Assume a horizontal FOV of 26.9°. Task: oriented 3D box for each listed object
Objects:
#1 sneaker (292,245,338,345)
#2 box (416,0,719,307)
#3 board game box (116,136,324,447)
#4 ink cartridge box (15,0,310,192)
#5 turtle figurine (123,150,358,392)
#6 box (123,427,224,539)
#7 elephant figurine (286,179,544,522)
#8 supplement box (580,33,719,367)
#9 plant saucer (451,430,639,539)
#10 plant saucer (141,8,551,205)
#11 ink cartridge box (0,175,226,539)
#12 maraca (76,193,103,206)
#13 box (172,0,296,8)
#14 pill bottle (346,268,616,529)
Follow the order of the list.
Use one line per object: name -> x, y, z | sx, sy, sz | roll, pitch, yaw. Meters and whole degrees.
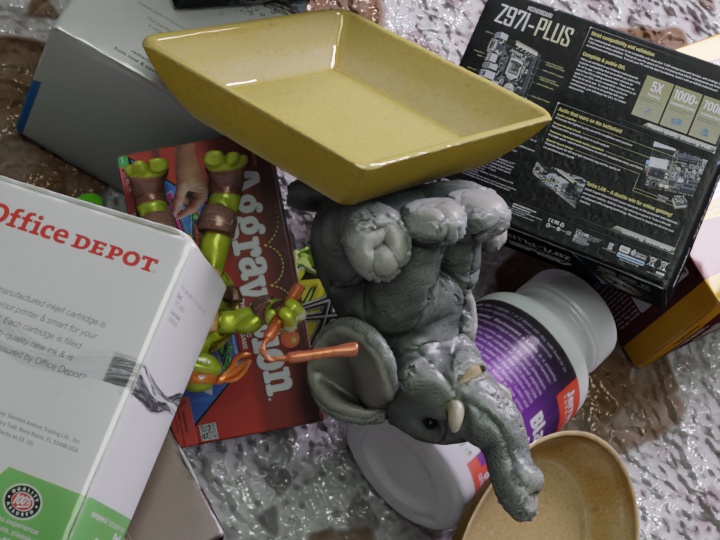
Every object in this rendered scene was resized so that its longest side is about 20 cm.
sneaker -> -0.028, 0.013, 1.049 | 0.200, 0.076, 0.075 | -38, 44, -4
box -> 0.158, -0.088, 1.088 | 0.200, 0.086, 0.164 | 21, 84, 14
board game box -> -0.093, 0.012, 1.009 | 0.103, 0.019, 0.200 | -11, 96, 1
ink cartridge box -> -0.133, -0.173, 1.108 | 0.145, 0.147, 0.200 | 30, 57, -7
turtle figurine -> -0.096, 0.009, 0.952 | 0.200, 0.064, 0.162 | -8, 75, 17
box -> -0.195, 0.172, 0.937 | 0.200, 0.075, 0.100 | -26, 76, -13
elephant figurine -> 0.033, 0.048, 0.964 | 0.141, 0.155, 0.200 | -5, 105, -5
supplement box -> 0.273, -0.063, 1.218 | 0.197, 0.133, 0.200 | -22, 74, -28
plant saucer -> 0.118, 0.205, 1.038 | 0.200, 0.035, 0.201 | -10, 105, -42
plant saucer -> -0.010, -0.105, 0.978 | 0.200, 0.049, 0.200 | 33, 33, 31
ink cartridge box -> -0.183, 0.063, 0.870 | 0.146, 0.084, 0.200 | 18, 74, 17
maraca -> -0.226, 0.021, 1.001 | 0.137, 0.107, 0.200 | 39, 57, 9
box -> -0.023, -0.280, 1.000 | 0.196, 0.200, 0.124 | -10, 72, -27
pill bottle -> 0.094, 0.086, 1.090 | 0.200, 0.111, 0.111 | -38, 83, -31
